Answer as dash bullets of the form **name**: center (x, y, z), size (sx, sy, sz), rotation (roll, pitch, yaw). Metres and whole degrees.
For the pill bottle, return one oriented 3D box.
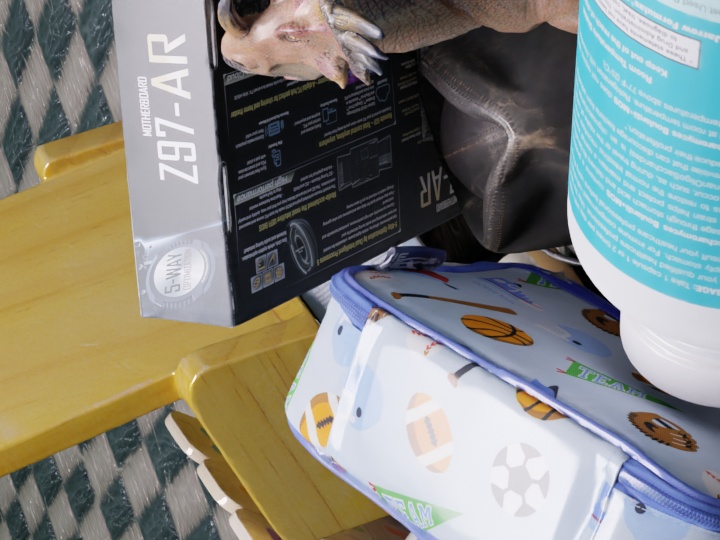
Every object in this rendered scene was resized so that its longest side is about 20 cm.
- **pill bottle**: center (0.120, -0.052, 0.784), size (0.111, 0.110, 0.201), rotation (-125, 26, -42)

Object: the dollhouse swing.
- **dollhouse swing**: center (-0.110, 0.053, 1.193), size (0.200, 0.175, 0.182), rotation (50, 172, 47)

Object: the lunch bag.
- **lunch bag**: center (0.080, 0.058, 0.893), size (0.200, 0.160, 0.076), rotation (34, 112, 37)

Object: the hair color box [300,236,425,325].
- **hair color box**: center (0.000, 0.000, 1.178), size (0.200, 0.061, 0.099), rotation (54, 180, 32)

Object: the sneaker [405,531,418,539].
- **sneaker**: center (0.056, 0.120, 0.966), size (0.080, 0.200, 0.077), rotation (35, 109, 7)

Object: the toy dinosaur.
- **toy dinosaur**: center (0.043, -0.129, 0.854), size (0.201, 0.135, 0.086), rotation (-66, 29, 20)

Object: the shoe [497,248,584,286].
- **shoe**: center (0.101, 0.066, 1.025), size (0.200, 0.053, 0.070), rotation (50, 154, 38)

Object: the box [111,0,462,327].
- **box**: center (-0.017, -0.082, 0.990), size (0.043, 0.200, 0.161), rotation (6, 109, 31)

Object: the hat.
- **hat**: center (0.068, -0.059, 0.973), size (0.201, 0.081, 0.201), rotation (163, 90, -71)

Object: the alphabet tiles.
- **alphabet tiles**: center (-0.001, 0.127, 1.247), size (0.015, 0.195, 0.200), rotation (-54, 40, 12)
